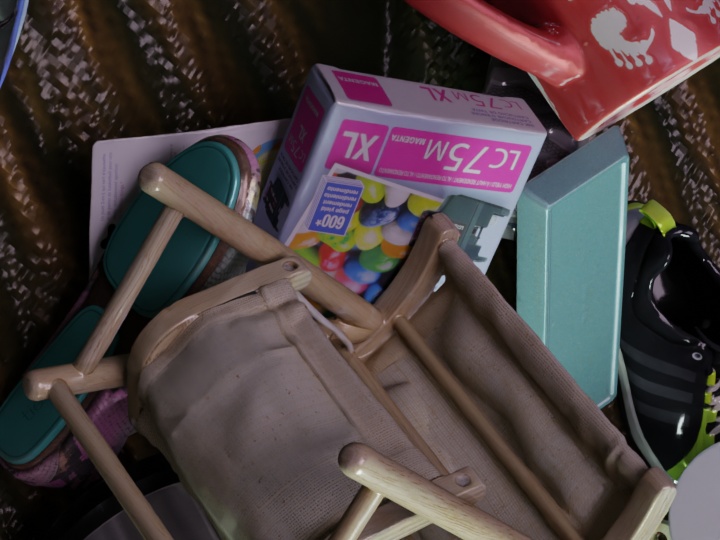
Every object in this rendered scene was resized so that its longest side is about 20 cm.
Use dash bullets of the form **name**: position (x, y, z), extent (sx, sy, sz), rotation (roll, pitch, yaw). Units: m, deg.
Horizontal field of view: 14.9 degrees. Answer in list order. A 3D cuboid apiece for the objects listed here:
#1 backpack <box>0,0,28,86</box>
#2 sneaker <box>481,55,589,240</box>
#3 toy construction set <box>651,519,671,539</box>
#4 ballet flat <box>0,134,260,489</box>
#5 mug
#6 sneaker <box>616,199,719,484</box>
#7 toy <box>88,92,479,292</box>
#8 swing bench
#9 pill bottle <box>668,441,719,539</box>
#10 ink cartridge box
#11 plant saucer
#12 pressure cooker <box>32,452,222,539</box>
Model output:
- **backpack**: position (-0.224, -0.177, 1.156), extent (0.183, 0.147, 0.200), rotation (9, 118, -28)
- **sneaker**: position (0.097, -0.109, 1.449), extent (0.075, 0.082, 0.200), rotation (21, 67, 7)
- **toy construction set**: position (0.092, 0.185, 1.466), extent (0.200, 0.092, 0.131), rotation (-20, 81, -37)
- **ballet flat**: position (-0.098, 0.022, 1.307), extent (0.071, 0.069, 0.200), rotation (19, 111, -49)
- **mug**: position (0.081, -0.164, 1.349), extent (0.177, 0.133, 0.200), rotation (-32, 88, -10)
- **sneaker**: position (0.181, 0.051, 1.503), extent (0.072, 0.083, 0.200), rotation (-39, 115, -23)
- **toy**: position (-0.041, -0.033, 1.362), extent (0.200, 0.047, 0.115), rotation (-6, 122, -18)
- **swing bench**: position (-0.005, 0.072, 1.218), extent (0.200, 0.199, 0.130), rotation (10, 121, -43)
- **pill bottle**: position (0.246, 0.152, 1.504), extent (0.200, 0.111, 0.111), rotation (28, 79, -55)
- **ink cartridge box**: position (0.000, 0.000, 1.347), extent (0.119, 0.042, 0.200), rotation (7, 124, -28)
- **plant saucer**: position (0.111, 0.016, 1.433), extent (0.070, 0.019, 0.200), rotation (-33, 144, -25)
- **pressure cooker**: position (-0.064, 0.179, 1.298), extent (0.179, 0.200, 0.176), rotation (-41, 136, 8)
